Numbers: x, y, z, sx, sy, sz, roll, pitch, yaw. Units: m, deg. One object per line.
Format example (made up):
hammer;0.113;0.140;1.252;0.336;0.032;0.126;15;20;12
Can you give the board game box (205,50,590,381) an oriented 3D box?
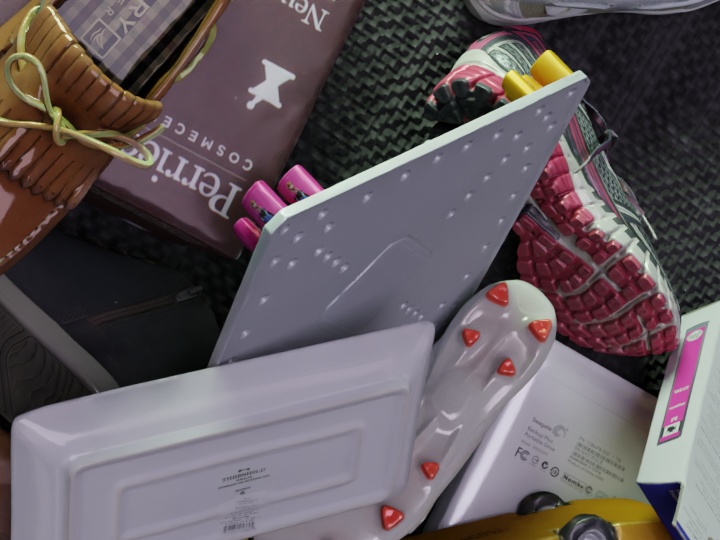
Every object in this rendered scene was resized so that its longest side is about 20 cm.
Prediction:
board game box;0.000;0.000;0.874;0.199;0.200;0.026;-27;65;-37

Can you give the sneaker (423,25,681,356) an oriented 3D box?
sneaker;0.116;-0.038;0.989;0.201;0.080;0.075;57;47;-22

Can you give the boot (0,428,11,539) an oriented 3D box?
boot;-0.124;0.190;0.844;0.199;0.068;0.189;26;72;-5

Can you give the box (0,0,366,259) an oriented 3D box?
box;-0.099;-0.134;0.858;0.165;0.164;0.201;27;86;-19

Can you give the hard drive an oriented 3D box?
hard drive;0.100;0.150;1.022;0.131;0.027;0.201;29;84;-18

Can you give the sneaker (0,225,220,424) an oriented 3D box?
sneaker;-0.162;0.000;0.906;0.200;0.075;0.106;47;36;5

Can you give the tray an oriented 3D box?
tray;-0.056;0.088;0.831;0.199;0.022;0.108;-12;132;-25

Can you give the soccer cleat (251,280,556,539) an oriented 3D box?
soccer cleat;0.026;0.085;0.956;0.069;0.078;0.200;44;76;9

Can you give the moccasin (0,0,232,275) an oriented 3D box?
moccasin;-0.106;-0.074;0.732;0.201;0.078;0.074;-46;106;-10

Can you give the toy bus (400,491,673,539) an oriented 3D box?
toy bus;0.073;0.166;0.967;0.199;0.065;0.079;-11;99;-18

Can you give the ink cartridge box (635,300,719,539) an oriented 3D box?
ink cartridge box;0.187;0.107;0.974;0.037;0.200;0.095;-24;111;28

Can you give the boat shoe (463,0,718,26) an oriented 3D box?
boat shoe;0.151;-0.171;0.993;0.201;0.065;0.075;-11;98;-18
